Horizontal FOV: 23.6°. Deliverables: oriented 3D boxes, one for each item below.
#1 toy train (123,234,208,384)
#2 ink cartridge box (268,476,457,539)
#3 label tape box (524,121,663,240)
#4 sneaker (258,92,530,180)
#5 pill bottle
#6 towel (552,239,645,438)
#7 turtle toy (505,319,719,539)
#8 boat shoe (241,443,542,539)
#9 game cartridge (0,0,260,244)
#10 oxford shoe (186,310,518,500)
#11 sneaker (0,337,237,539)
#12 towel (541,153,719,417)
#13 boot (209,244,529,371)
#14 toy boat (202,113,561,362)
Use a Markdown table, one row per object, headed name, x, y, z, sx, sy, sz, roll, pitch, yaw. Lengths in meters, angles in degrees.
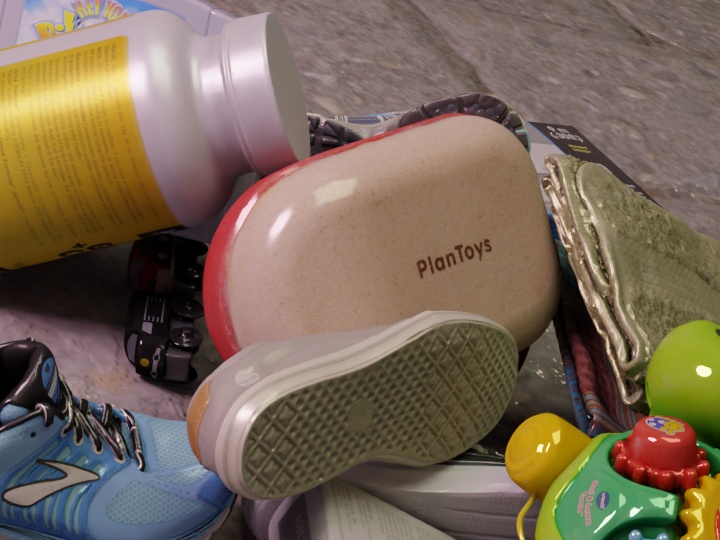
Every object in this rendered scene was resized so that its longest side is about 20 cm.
| name | x | y | z | sx | sy | sz | roll | pitch | yaw |
| --- | --- | --- | --- | --- | --- | --- | --- | --- | --- |
| toy train | -0.109 | 0.000 | 0.965 | 0.045 | 0.034 | 0.201 | 8 | 29 | -8 |
| ink cartridge box | 0.054 | 0.189 | 0.758 | 0.199 | 0.047 | 0.161 | 32 | 21 | -24 |
| label tape box | 0.110 | -0.067 | 1.232 | 0.142 | 0.067 | 0.200 | 2 | 36 | -38 |
| sneaker | 0.002 | -0.055 | 0.995 | 0.198 | 0.079 | 0.086 | -4 | 0 | 9 |
| pill bottle | -0.131 | -0.069 | 0.883 | 0.198 | 0.113 | 0.112 | -12 | 25 | 10 |
| towel | 0.180 | 0.075 | 0.975 | 0.199 | 0.022 | 0.148 | 32 | 33 | -34 |
| turtle toy | 0.143 | 0.113 | 0.778 | 0.145 | 0.101 | 0.201 | 34 | 49 | -25 |
| boat shoe | 0.038 | 0.105 | 0.843 | 0.198 | 0.073 | 0.071 | 13 | 32 | -17 |
| game cartridge | -0.146 | -0.099 | 0.958 | 0.198 | 0.135 | 0.040 | 13 | 2 | 8 |
| oxford shoe | 0.000 | 0.055 | 0.780 | 0.057 | 0.076 | 0.199 | 17 | 19 | 42 |
| sneaker | -0.133 | 0.077 | 0.735 | 0.198 | 0.091 | 0.079 | 5 | 32 | -35 |
| towel | 0.171 | 0.023 | 0.935 | 0.199 | 0.036 | 0.150 | 26 | 41 | -51 |
| boot | 0.004 | 0.019 | 0.996 | 0.198 | 0.076 | 0.074 | 15 | 40 | 14 |
| toy boat | 0.000 | 0.000 | 0.893 | 0.199 | 0.132 | 0.130 | -20 | 7 | -38 |
